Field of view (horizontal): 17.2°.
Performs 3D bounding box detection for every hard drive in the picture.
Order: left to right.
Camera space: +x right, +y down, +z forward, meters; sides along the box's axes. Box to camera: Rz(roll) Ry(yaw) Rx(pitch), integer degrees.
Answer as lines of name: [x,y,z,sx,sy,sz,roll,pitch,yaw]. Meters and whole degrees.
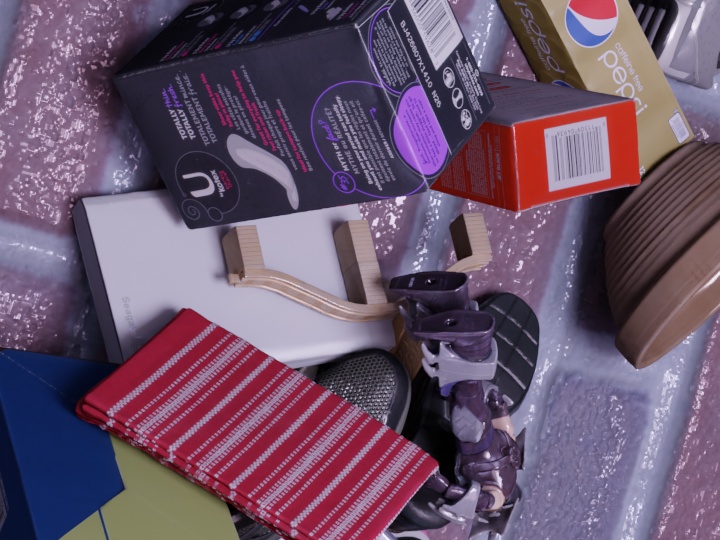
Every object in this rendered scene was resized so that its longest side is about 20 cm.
hard drive: [-0.083,0.005,1.599,0.199,0.026,0.133,-7,72,-29]

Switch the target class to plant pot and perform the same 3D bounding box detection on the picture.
plant pot: [0.244,-0.028,1.749,0.201,0.201,0.093,-39,76,-17]

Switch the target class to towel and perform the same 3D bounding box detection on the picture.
towel: [-0.062,0.102,1.470,0.145,0.199,0.023,-44,161,-56]

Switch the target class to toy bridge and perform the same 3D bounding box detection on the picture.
toy bridge: [0.000,0.000,1.609,0.199,0.027,0.068,-4,71,-28]

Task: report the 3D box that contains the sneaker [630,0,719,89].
sneaker: [0.276,-0.228,1.771,0.115,0.075,0.201,21,99,-36]

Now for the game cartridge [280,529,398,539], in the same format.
game cartridge: [-0.013,0.241,1.622,0.133,0.040,0.200,-39,100,-5]

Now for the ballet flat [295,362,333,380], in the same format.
ballet flat: [-0.085,0.118,1.628,0.068,0.068,0.201,37,81,-31]

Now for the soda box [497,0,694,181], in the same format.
soda box: [0.161,-0.162,1.713,0.064,0.068,0.201,-38,116,-17]

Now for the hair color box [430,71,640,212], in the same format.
hair color box: [0.091,-0.090,1.611,0.101,0.200,0.062,-13,106,-26]

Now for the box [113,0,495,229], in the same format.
box: [-0.036,-0.113,1.524,0.106,0.199,0.123,-51,124,-46]

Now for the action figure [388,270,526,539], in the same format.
action figure: [0.072,0.098,1.604,0.069,0.130,0.201,-10,124,7]

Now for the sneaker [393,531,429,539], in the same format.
sneaker: [-0.019,0.236,1.671,0.199,0.086,0.081,-25,123,-23]

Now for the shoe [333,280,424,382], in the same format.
shoe: [-0.009,0.098,1.684,0.201,0.053,0.070,-60,153,-2]

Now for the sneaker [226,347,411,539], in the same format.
sneaker: [-0.042,0.112,1.544,0.199,0.114,0.076,-37,71,-18]

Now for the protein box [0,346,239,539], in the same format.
protein box: [-0.183,0.191,1.471,0.134,0.199,0.201,9,121,-26]

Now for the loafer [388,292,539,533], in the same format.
loafer: [0.064,0.101,1.712,0.073,0.072,0.200,40,60,-11]
